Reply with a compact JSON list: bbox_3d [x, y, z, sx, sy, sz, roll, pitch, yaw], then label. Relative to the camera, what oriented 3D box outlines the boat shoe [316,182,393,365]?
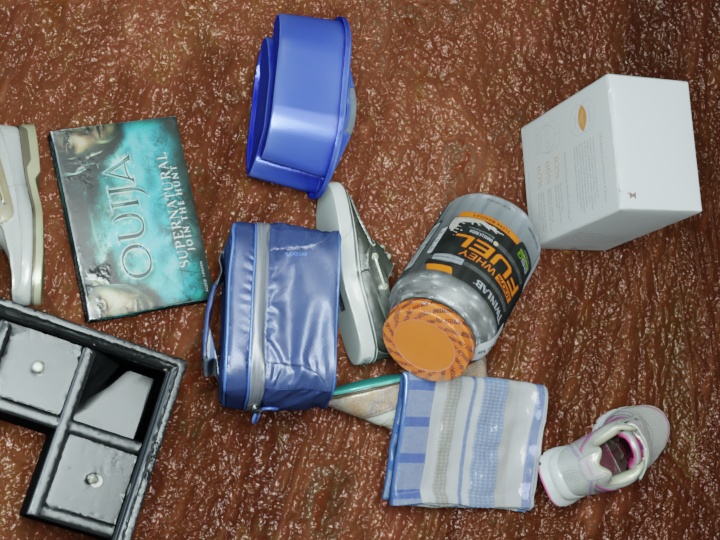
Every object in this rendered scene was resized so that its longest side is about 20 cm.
[{"bbox_3d":[0.000,0.000,1.344,0.064,0.071,0.201,-12,91,-23],"label":"boat shoe"}]

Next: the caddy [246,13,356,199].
[{"bbox_3d":[-0.055,-0.177,1.318,0.105,0.141,0.201,9,76,-14],"label":"caddy"}]

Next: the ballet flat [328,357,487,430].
[{"bbox_3d":[0.056,0.136,1.336,0.200,0.068,0.067,-15,92,-22],"label":"ballet flat"}]

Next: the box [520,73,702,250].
[{"bbox_3d":[0.279,-0.116,1.403,0.106,0.200,0.153,1,79,-21],"label":"box"}]

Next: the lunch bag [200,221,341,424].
[{"bbox_3d":[-0.093,0.056,1.251,0.132,0.136,0.201,4,72,-6],"label":"lunch bag"}]

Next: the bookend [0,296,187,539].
[{"bbox_3d":[-0.295,0.152,1.178,0.200,0.092,0.199,21,72,-15],"label":"bookend"}]

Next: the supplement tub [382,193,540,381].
[{"bbox_3d":[0.106,0.018,1.319,0.123,0.123,0.200,42,46,-8],"label":"supplement tub"}]

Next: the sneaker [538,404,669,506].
[{"bbox_3d":[0.295,0.205,1.391,0.200,0.088,0.082,-24,88,-40],"label":"sneaker"}]

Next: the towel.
[{"bbox_3d":[0.118,0.187,1.335,0.200,0.024,0.147,9,89,-32],"label":"towel"}]

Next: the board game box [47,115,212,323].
[{"bbox_3d":[-0.237,-0.054,1.280,0.135,0.028,0.201,-11,83,-24],"label":"board game box"}]

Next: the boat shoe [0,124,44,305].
[{"bbox_3d":[-0.345,-0.053,1.204,0.068,0.075,0.200,-3,59,-18],"label":"boat shoe"}]
